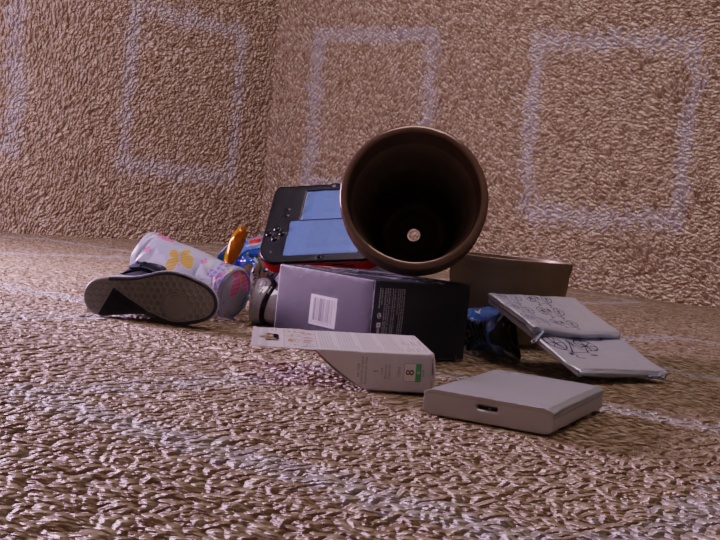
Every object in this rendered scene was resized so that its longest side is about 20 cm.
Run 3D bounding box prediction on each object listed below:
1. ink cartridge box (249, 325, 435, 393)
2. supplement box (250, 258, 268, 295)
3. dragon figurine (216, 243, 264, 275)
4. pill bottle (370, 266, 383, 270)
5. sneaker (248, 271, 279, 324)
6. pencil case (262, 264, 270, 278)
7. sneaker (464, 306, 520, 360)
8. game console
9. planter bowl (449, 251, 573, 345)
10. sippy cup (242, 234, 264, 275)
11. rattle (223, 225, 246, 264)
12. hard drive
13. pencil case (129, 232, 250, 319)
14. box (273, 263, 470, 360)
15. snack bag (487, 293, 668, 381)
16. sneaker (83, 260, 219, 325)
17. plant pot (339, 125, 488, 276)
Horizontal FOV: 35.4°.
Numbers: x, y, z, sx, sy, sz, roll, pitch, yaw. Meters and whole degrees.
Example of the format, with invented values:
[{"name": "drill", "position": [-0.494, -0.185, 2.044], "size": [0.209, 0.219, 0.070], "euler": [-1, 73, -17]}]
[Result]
[{"name": "ink cartridge box", "position": [-0.024, 0.098, 1.256], "size": [0.196, 0.051, 0.161], "euler": [1, 4, -4]}, {"name": "supplement box", "position": [-0.097, 0.023, 2.154], "size": [0.197, 0.075, 0.126], "euler": [7, 3, 25]}, {"name": "dragon figurine", "position": [-0.230, -0.020, 2.112], "size": [0.099, 0.201, 0.059], "euler": [45, 18, 14]}, {"name": "pill bottle", "position": [0.000, 0.000, 1.758], "size": [0.111, 0.113, 0.201], "euler": [4, 39, -33]}, {"name": "sneaker", "position": [-0.094, 0.023, 1.751], "size": [0.113, 0.076, 0.201], "euler": [13, 36, 9]}, {"name": "pencil case", "position": [-0.065, 0.035, 1.856], "size": [0.196, 0.091, 0.078], "euler": [5, -27, 1]}, {"name": "sneaker", "position": [0.179, 0.091, 1.610], "size": [0.087, 0.080, 0.200], "euler": [-10, 0, 3]}, {"name": "game console", "position": [-0.051, -0.071, 1.735], "size": [0.196, 0.179, 0.031], "euler": [-2, -40, 12]}, {"name": "planter bowl", "position": [0.231, 0.046, 1.794], "size": [0.196, 0.138, 0.200], "euler": [6, 3, 0]}, {"name": "sippy cup", "position": [-0.189, -0.022, 2.419], "size": [0.128, 0.180, 0.141], "euler": [-4, 46, 3]}, {"name": "rattle", "position": [-0.294, -0.010, 1.875], "size": [0.197, 0.145, 0.130], "euler": [15, 26, 30]}, {"name": "hard drive", "position": [0.160, 0.131, 1.144], "size": [0.130, 0.027, 0.199], "euler": [7, 4, 25]}, {"name": "pencil case", "position": [-0.266, 0.009, 1.756], "size": [0.198, 0.084, 0.091], "euler": [20, -28, 30]}, {"name": "box", "position": [0.014, 0.055, 1.516], "size": [0.180, 0.106, 0.198], "euler": [5, 3, -43]}, {"name": "snack bag", "position": [0.290, 0.087, 1.510], "size": [0.186, 0.022, 0.200], "euler": [6, 25, -37]}, {"name": "sneaker", "position": [-0.281, 0.031, 1.646], "size": [0.198, 0.079, 0.146], "euler": [5, 6, 14]}, {"name": "plant pot", "position": [0.075, -0.075, 1.555], "size": [0.196, 0.204, 0.175], "euler": [6, -15, 6]}]
